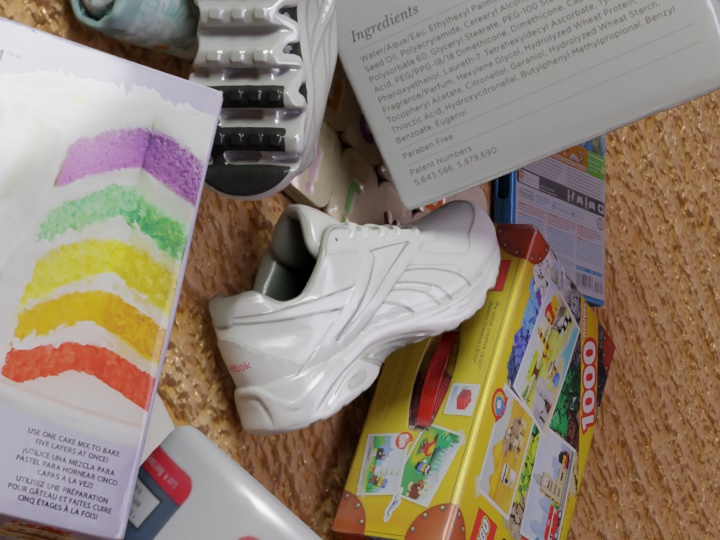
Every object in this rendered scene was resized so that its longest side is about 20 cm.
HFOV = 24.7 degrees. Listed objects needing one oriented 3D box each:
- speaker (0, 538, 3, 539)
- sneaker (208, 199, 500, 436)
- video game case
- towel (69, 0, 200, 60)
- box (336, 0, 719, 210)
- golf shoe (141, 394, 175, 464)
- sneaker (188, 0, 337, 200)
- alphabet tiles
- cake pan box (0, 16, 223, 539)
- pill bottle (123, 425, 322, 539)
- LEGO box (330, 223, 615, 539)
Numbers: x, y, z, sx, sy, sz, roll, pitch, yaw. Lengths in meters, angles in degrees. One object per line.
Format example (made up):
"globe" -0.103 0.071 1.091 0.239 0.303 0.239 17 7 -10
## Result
"speaker" -0.154 0.022 0.671 0.081 0.081 0.202 33 59 -49
"sneaker" 0.000 0.000 0.884 0.200 0.078 0.100 -38 111 -38
"video game case" 0.136 -0.084 1.170 0.143 0.018 0.202 16 73 -54
"towel" -0.080 -0.205 0.836 0.171 0.048 0.202 5 82 -55
"box" 0.111 -0.146 0.932 0.132 0.199 0.199 66 23 -7
"golf shoe" -0.076 0.133 0.758 0.078 0.097 0.202 -31 110 -51
"sneaker" -0.042 -0.136 0.795 0.081 0.075 0.202 -13 110 -70
"alphabet tiles" 0.018 -0.048 0.991 0.200 0.015 0.197 40 54 -47
"cake pan box" -0.164 -0.009 0.604 0.199 0.052 0.186 18 67 -16
"pill bottle" -0.092 0.173 0.655 0.200 0.119 0.120 -48 132 -7
"LEGO box" 0.073 0.095 0.981 0.149 0.077 0.201 49 51 -48
